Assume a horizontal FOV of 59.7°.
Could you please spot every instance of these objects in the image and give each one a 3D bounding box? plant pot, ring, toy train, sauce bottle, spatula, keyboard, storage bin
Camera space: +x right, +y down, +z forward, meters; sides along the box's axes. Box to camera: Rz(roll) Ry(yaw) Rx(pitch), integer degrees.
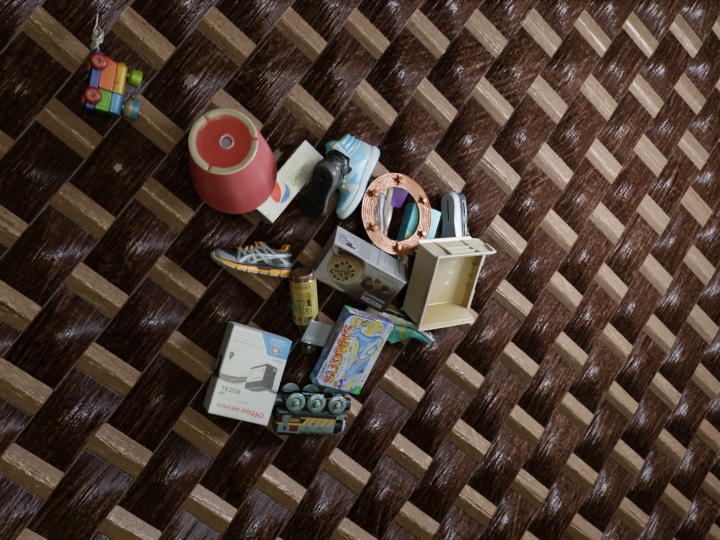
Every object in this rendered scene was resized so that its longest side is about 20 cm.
[{"bbox_3d":[-0.277,-0.240,1.332,0.197,0.177,0.203,1,78,-4],"label":"plant pot"},{"bbox_3d":[0.093,-0.138,1.522,0.198,0.019,0.203,2,85,-27],"label":"ring"},{"bbox_3d":[-0.513,-0.424,1.323,0.115,0.084,0.203,11,88,-31],"label":"toy train"},{"bbox_3d":[-0.128,0.095,1.471,0.065,0.066,0.203,-12,111,-19],"label":"sauce bottle"},{"bbox_3d":[0.067,-0.128,1.578,0.056,0.021,0.202,21,85,-21],"label":"spatula"},{"bbox_3d":[-0.120,0.336,1.498,0.198,0.085,0.116,9,101,-22],"label":"toy train"},{"bbox_3d":[-0.053,0.164,1.511,0.198,0.011,0.057,19,98,-39],"label":"keyboard"},{"bbox_3d":[0.219,0.029,1.548,0.196,0.094,0.202,-5,121,-31],"label":"storage bin"}]

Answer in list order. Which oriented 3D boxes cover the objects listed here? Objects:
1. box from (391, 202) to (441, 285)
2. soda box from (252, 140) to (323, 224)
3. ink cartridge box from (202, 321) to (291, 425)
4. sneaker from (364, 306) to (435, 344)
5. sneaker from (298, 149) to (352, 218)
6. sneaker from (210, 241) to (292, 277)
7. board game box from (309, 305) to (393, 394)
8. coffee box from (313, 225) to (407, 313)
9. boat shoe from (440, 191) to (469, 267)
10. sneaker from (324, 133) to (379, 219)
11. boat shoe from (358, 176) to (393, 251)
[{"bbox_3d":[0.133,-0.064,1.590,0.081,0.049,0.203,18,85,-20],"label":"box"},{"bbox_3d":[-0.174,-0.205,1.463,0.068,0.064,0.201,41,79,-17],"label":"soda box"},{"bbox_3d":[-0.258,0.235,1.436,0.144,0.084,0.203,18,86,-20],"label":"ink cartridge box"},{"bbox_3d":[0.093,0.147,1.582,0.198,0.078,0.080,21,102,-14],"label":"sneaker"},{"bbox_3d":[-0.077,-0.203,1.447,0.076,0.200,0.114,38,54,4],"label":"sneaker"},{"bbox_3d":[-0.246,-0.032,1.439,0.198,0.078,0.078,9,90,-31],"label":"sneaker"},{"bbox_3d":[-0.022,0.193,1.504,0.134,0.034,0.202,18,105,-30],"label":"board game box"},{"bbox_3d":[0.000,0.000,1.493,0.198,0.080,0.113,29,122,-14],"label":"coffee box"},{"bbox_3d":[0.251,-0.103,1.620,0.070,0.072,0.203,-7,103,-36],"label":"boat shoe"},{"bbox_3d":[-0.046,-0.233,1.503,0.130,0.079,0.202,28,73,-21],"label":"sneaker"},{"bbox_3d":[0.028,-0.130,1.539,0.070,0.070,0.203,11,80,-27],"label":"boat shoe"}]
